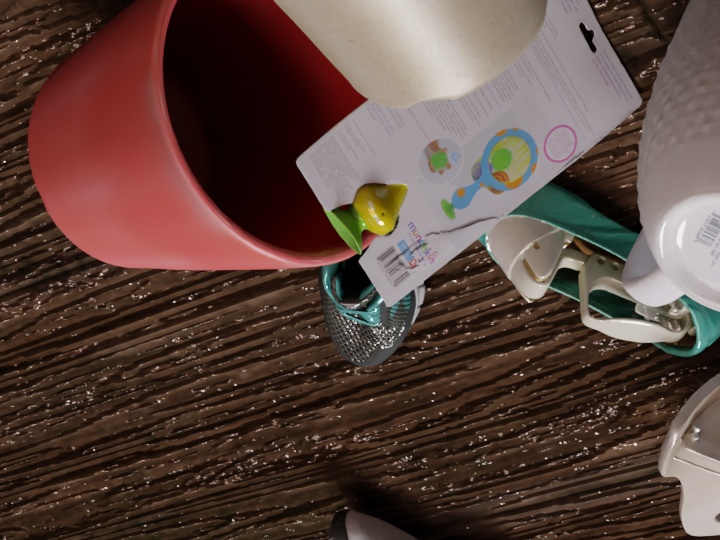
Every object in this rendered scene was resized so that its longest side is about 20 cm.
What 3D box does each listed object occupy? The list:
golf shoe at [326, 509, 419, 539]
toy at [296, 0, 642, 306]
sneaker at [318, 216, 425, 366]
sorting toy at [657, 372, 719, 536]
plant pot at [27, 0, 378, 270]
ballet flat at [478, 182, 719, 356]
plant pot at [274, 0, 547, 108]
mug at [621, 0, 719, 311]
[{"bbox_3d":[0.067,0.226,1.860,0.200,0.078,0.094,39,119,-16],"label":"golf shoe"},{"bbox_3d":[0.058,-0.086,1.497,0.115,0.200,0.047,57,165,-29],"label":"toy"},{"bbox_3d":[0.000,0.000,1.645,0.077,0.091,0.201,17,137,11],"label":"sneaker"},{"bbox_3d":[0.286,0.145,1.650,0.199,0.107,0.180,21,145,5],"label":"sorting toy"},{"bbox_3d":[-0.097,-0.087,1.551,0.177,0.201,0.201,-13,125,48],"label":"plant pot"},{"bbox_3d":[0.138,-0.003,1.590,0.199,0.071,0.068,24,138,4],"label":"ballet flat"},{"bbox_3d":[0.012,-0.195,1.394,0.199,0.201,0.184,-5,140,30],"label":"plant pot"},{"bbox_3d":[0.213,-0.053,1.426,0.147,0.176,0.200,35,137,-9],"label":"mug"}]
